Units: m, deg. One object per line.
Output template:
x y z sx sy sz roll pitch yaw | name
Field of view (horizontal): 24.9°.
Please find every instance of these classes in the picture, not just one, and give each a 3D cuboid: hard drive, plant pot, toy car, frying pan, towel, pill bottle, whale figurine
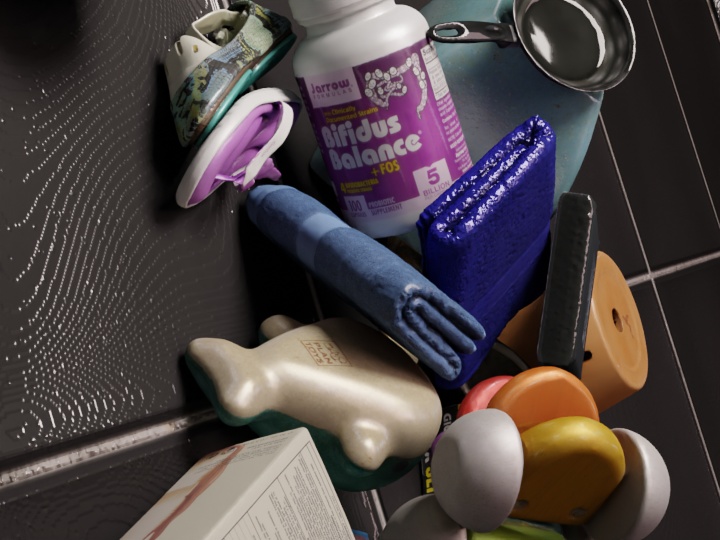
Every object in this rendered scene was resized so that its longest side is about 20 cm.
0.179 0.021 1.395 0.200 0.033 0.141 44 54 -78 | hard drive
0.187 0.066 1.577 0.200 0.139 0.201 43 37 -44 | plant pot
0.106 0.156 1.172 0.174 0.201 0.150 11 34 -27 | toy car
0.143 -0.175 1.289 0.190 0.031 0.115 -34 87 -32 | frying pan
0.000 0.000 1.208 0.200 0.049 0.112 37 -4 44 | towel
0.012 -0.136 1.266 0.201 0.112 0.112 70 24 -14 | pill bottle
0.097 -0.014 1.280 0.148 0.049 0.201 -47 154 -27 | towel
-0.039 0.099 1.154 0.199 0.104 0.159 7 32 -42 | whale figurine
0.107 -0.141 1.408 0.195 0.200 0.197 36 34 -10 | plant pot

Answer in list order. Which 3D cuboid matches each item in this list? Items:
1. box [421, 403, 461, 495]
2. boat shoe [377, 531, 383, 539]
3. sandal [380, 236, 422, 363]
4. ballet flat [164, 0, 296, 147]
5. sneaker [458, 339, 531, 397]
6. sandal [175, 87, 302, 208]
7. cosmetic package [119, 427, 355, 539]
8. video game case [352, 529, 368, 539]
0.120 0.230 1.434 0.200 0.049 0.161 42 40 -48 | box
0.074 0.269 1.284 0.200 0.070 0.064 51 30 -40 | boat shoe
0.064 -0.010 1.455 0.078 0.069 0.213 51 32 -38 | sandal
-0.110 -0.152 1.217 0.075 0.074 0.200 64 23 -16 | ballet flat
0.140 0.120 1.455 0.200 0.067 0.090 44 3 -13 | sneaker
-0.074 -0.091 1.202 0.050 0.083 0.203 31 26 5 | sandal
-0.084 0.186 0.993 0.104 0.087 0.200 69 24 -9 | cosmetic package
-0.021 0.275 1.144 0.143 0.018 0.201 29 48 -57 | video game case
